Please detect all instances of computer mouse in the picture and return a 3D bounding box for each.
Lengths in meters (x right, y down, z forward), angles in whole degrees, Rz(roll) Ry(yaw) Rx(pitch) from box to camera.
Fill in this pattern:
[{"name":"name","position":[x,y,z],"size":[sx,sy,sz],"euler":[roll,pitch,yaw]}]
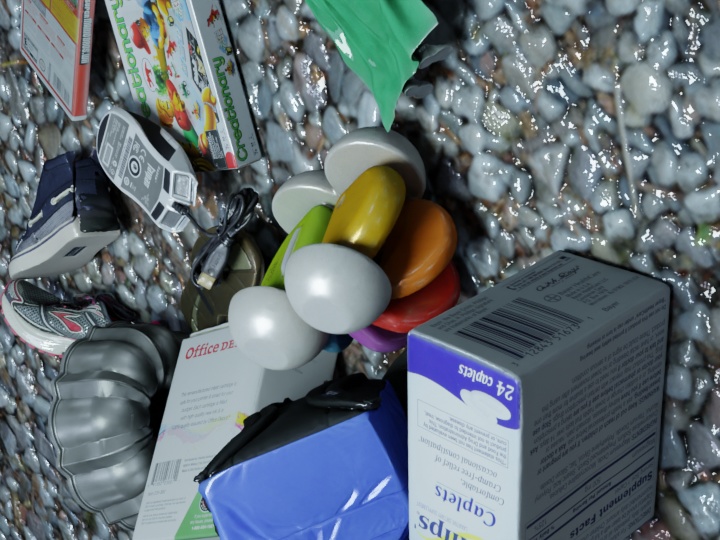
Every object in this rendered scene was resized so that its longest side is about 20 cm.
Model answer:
[{"name":"computer mouse","position":[-0.164,-0.077,1.413],"size":[0.200,0.044,0.110],"euler":[46,131,30]}]

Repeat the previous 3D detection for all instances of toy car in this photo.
[{"name":"toy car","position":[0.000,0.000,1.272],"size":[0.150,0.176,0.200],"euler":[33,143,-19]}]

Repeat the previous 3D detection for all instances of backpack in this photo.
[{"name":"backpack","position":[-0.030,0.176,1.255],"size":[0.161,0.200,0.169],"euler":[-18,97,6]}]

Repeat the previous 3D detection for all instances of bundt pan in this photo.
[{"name":"bundt pan","position":[-0.195,0.140,1.503],"size":[0.075,0.202,0.203],"euler":[-14,99,37]}]

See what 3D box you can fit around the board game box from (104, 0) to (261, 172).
[{"name":"board game box","position":[-0.162,-0.186,1.423],"size":[0.126,0.034,0.201],"euler":[-2,107,49]}]

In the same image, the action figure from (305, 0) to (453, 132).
[{"name":"action figure","position":[-0.005,-0.220,1.225],"size":[0.201,0.054,0.118],"euler":[55,141,22]}]

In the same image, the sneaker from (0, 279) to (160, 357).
[{"name":"sneaker","position":[-0.282,0.053,1.642],"size":[0.199,0.081,0.075],"euler":[24,110,21]}]

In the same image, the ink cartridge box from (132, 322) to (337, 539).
[{"name":"ink cartridge box","position":[-0.109,0.152,1.415],"size":[0.145,0.087,0.201],"euler":[-16,57,48]}]

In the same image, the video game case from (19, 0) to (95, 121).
[{"name":"video game case","position":[-0.285,-0.262,1.504],"size":[0.143,0.017,0.201],"euler":[49,140,41]}]

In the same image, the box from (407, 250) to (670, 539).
[{"name":"box","position":[0.127,0.114,1.147],"size":[0.105,0.183,0.201],"euler":[20,122,38]}]

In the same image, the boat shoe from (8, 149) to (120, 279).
[{"name":"boat shoe","position":[-0.306,-0.056,1.628],"size":[0.200,0.074,0.093],"euler":[-24,74,50]}]

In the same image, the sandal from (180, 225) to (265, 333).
[{"name":"sandal","position":[-0.118,0.014,1.467],"size":[0.082,0.054,0.200],"euler":[58,154,17]}]

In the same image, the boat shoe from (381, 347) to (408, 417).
[{"name":"boat shoe","position":[0.067,0.090,1.294],"size":[0.201,0.063,0.074],"euler":[-25,93,53]}]
